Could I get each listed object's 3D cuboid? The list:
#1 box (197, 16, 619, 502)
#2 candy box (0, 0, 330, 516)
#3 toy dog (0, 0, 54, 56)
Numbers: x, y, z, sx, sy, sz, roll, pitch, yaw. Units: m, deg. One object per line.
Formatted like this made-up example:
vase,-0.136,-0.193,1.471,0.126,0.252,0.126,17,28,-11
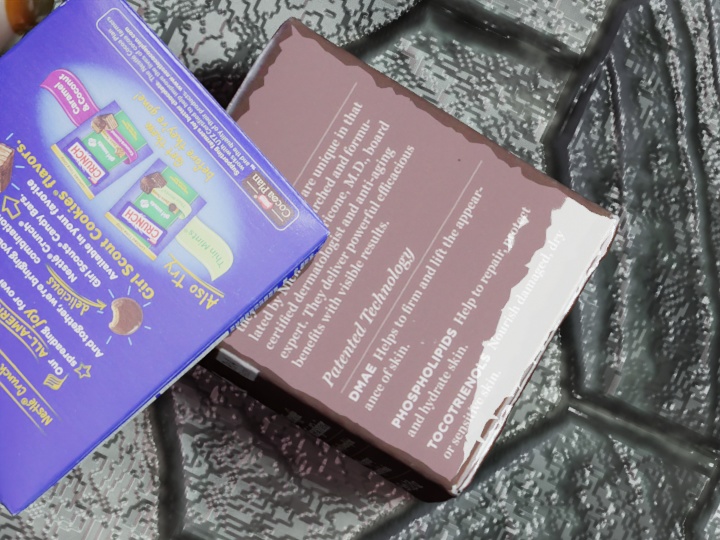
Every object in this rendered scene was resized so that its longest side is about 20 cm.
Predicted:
box,0.000,0.000,1.507,0.200,0.166,0.164,31,83,0
candy box,-0.143,-0.011,1.380,0.200,0.077,0.169,-41,88,-5
toy dog,-0.244,-0.105,1.488,0.139,0.194,0.200,29,90,7
